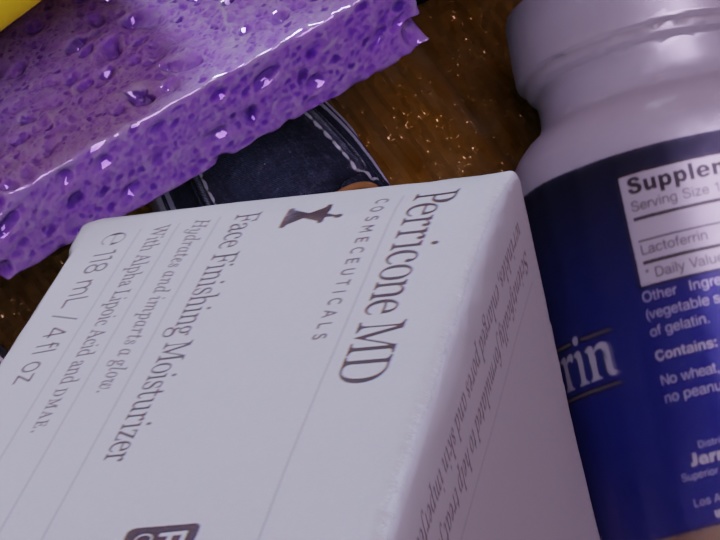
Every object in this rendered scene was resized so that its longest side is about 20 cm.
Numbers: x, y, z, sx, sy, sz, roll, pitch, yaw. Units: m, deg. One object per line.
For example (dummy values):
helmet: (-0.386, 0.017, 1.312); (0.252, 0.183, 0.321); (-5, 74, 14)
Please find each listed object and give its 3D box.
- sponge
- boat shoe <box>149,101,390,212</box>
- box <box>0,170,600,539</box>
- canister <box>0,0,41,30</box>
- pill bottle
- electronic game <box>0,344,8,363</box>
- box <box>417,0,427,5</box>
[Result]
sponge: (-0.091, -0.052, 0.734); (0.200, 0.112, 0.030); (-30, 126, -15)
boat shoe: (0.000, 0.000, 0.743); (0.071, 0.091, 0.200); (-34, 83, -15)
box: (-0.016, 0.109, 0.607); (0.130, 0.199, 0.201); (-6, 117, 16)
canister: (-0.174, -0.089, 0.713); (0.200, 0.148, 0.087); (-39, 124, -12)
pill bottle: (0.110, 0.006, 0.747); (0.115, 0.116, 0.201); (-8, 77, -11)
electronic game: (-0.178, 0.093, 0.719); (0.199, 0.042, 0.201); (2, 76, -9)
box: (0.044, -0.215, 0.786); (0.198, 0.123, 0.200); (-24, 82, -15)
